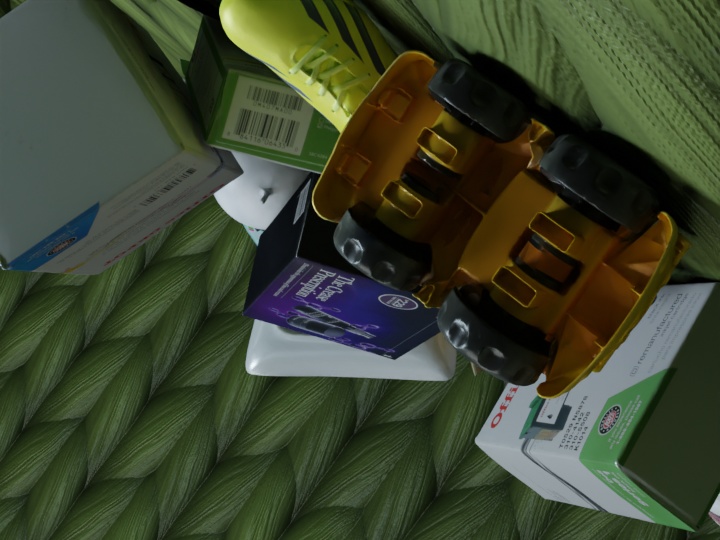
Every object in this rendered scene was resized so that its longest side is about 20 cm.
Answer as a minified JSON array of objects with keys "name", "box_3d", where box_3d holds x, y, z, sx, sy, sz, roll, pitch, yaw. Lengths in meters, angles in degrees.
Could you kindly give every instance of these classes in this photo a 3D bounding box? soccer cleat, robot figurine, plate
[{"name":"soccer cleat","box_3d":[-0.004,-0.114,0.907,0.200,0.065,0.084,31,-143,-39]},{"name":"robot figurine","box_3d":[-0.081,-0.115,1.233,0.169,0.113,0.200,11,-139,-33]},{"name":"plate","box_3d":[-0.002,0.010,1.390,0.199,0.200,0.032,1,146,11]}]

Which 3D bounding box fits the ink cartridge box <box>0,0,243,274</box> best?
[{"name":"ink cartridge box","box_3d":[-0.197,-0.095,1.035,0.145,0.147,0.200,57,-176,5]}]

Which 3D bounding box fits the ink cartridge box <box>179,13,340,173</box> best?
[{"name":"ink cartridge box","box_3d":[-0.070,-0.140,1.077,0.104,0.059,0.200,13,-159,-18]}]

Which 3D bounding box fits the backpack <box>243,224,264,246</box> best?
[{"name":"backpack","box_3d":[-0.049,-0.088,1.362,0.200,0.167,0.127,53,166,26]}]

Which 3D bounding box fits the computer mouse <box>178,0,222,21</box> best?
[{"name":"computer mouse","box_3d":[-0.063,-0.185,1.016,0.140,0.046,0.200,25,-177,-34]}]

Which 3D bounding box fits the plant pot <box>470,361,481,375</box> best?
[{"name":"plant pot","box_3d":[0.086,-0.008,1.269,0.200,0.027,0.201,-15,-90,-86]}]

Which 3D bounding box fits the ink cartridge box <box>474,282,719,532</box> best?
[{"name":"ink cartridge box","box_3d":[0.185,0.090,1.021,0.084,0.146,0.200,37,164,-18]}]

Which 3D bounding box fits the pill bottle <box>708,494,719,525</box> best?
[{"name":"pill bottle","box_3d":[0.323,0.156,1.197,0.114,0.114,0.200,35,178,27]}]

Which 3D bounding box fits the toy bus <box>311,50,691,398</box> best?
[{"name":"toy bus","box_3d":[0.099,-0.029,0.886,0.200,0.136,0.192,38,-166,19]}]

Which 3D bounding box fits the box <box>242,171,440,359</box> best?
[{"name":"box","box_3d":[0.000,0.000,1.130,0.141,0.079,0.200,14,163,-12]}]
